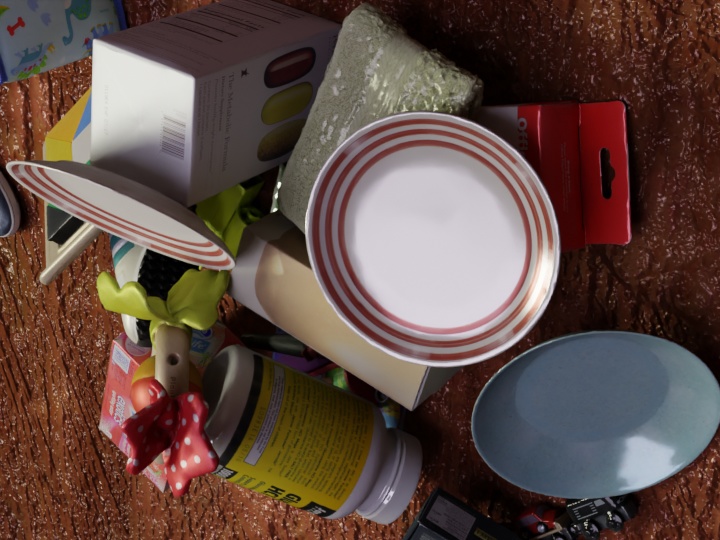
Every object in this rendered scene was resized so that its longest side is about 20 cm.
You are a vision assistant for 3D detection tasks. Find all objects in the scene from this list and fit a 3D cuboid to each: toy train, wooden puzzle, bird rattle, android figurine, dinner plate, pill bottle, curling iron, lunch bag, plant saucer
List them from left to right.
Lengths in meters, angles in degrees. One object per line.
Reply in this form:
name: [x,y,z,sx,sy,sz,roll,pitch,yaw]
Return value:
lunch bag: [-0.327,-0.283,1.300,0.126,0.170,0.202,3,113,35]
wooden puzzle: [-0.244,-0.110,1.304,0.185,0.037,0.201,-39,40,32]
dinner plate: [-0.189,-0.050,1.143,0.199,0.200,0.024,14,78,32]
bird rattle: [-0.155,0.098,1.197,0.163,0.111,0.202,107,154,-63]
android figurine: [-0.168,-0.079,1.360,0.182,0.041,0.200,46,128,11]
pill bottle: [-0.049,0.153,1.260,0.199,0.113,0.113,25,133,-19]
curling iron: [-0.038,0.081,1.301,0.198,0.025,0.050,11,114,37]
dinner plate: [0.055,-0.024,1.076,0.198,0.024,0.202,6,110,17]
toy train: [0.160,0.231,1.257,0.199,0.034,0.046,-33,87,41]
plant saucer: [0.186,0.106,1.132,0.198,0.039,0.202,0,132,0]

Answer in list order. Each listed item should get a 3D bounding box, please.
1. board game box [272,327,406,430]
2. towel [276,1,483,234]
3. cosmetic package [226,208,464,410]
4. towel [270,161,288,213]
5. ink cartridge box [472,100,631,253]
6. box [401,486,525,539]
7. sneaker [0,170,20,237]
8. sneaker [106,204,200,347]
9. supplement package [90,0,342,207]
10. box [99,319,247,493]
board game box: [-0.034,0.127,1.351,0.157,0.039,0.202,25,124,26]
towel: [0.011,-0.094,1.128,0.148,0.036,0.201,38,118,27]
cosmetic package: [-0.003,0.024,1.205,0.199,0.105,0.072,30,122,18]
towel: [0.000,0.000,1.275,0.199,0.031,0.150,27,122,22]
ink cartridge box: [0.110,-0.072,1.121,0.198,0.067,0.118,0,97,37]
box: [0.117,0.302,1.272,0.199,0.051,0.158,32,135,6]
sneaker: [-0.472,-0.094,1.514,0.202,0.146,0.077,45,128,10]
sneaker: [-0.202,-0.029,1.315,0.093,0.070,0.202,-3,84,48]
supplement package: [-0.117,-0.148,1.182,0.109,0.199,0.115,23,122,27]
box: [-0.183,0.120,1.388,0.103,0.095,0.201,43,149,13]
